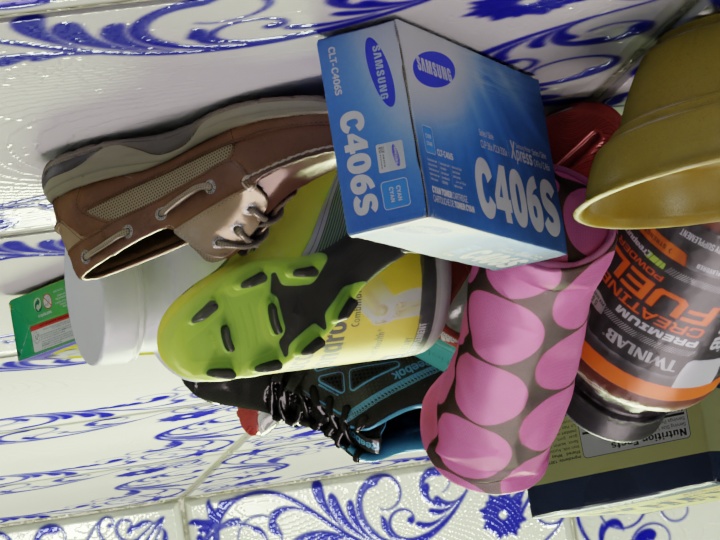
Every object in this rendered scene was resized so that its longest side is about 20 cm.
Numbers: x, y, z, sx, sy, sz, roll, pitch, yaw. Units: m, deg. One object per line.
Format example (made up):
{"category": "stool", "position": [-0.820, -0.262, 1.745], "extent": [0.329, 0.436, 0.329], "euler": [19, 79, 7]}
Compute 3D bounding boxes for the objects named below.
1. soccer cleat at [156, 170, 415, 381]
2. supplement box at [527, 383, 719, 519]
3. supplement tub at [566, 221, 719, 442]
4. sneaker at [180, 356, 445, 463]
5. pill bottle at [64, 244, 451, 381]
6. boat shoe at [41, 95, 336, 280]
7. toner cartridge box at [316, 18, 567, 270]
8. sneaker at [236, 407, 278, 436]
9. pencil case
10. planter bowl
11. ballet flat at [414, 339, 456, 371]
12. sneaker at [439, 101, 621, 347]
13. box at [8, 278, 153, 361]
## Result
{"category": "soccer cleat", "position": [-0.034, -0.007, 1.525], "extent": [0.200, 0.065, 0.084], "euler": [-37, -147, -25]}
{"category": "supplement box", "position": [0.198, 0.057, 1.962], "extent": [0.134, 0.200, 0.200], "euler": [-13, 170, 28]}
{"category": "supplement tub", "position": [0.176, 0.006, 1.643], "extent": [0.107, 0.107, 0.200], "euler": [-4, 137, -30]}
{"category": "sneaker", "position": [-0.014, 0.072, 1.779], "extent": [0.200, 0.082, 0.073], "euler": [3, 137, 3]}
{"category": "pill bottle", "position": [-0.058, 0.003, 1.623], "extent": [0.200, 0.112, 0.112], "euler": [-7, 171, -20]}
{"category": "boat shoe", "position": [-0.068, -0.040, 1.467], "extent": [0.200, 0.072, 0.076], "euler": [-14, 170, 29]}
{"category": "toner cartridge box", "position": [0.043, -0.057, 1.405], "extent": [0.043, 0.095, 0.200], "euler": [-14, 171, 21]}
{"category": "sneaker", "position": [0.006, 0.060, 1.954], "extent": [0.200, 0.082, 0.078], "euler": [-30, -172, -23]}
{"category": "pencil case", "position": [0.084, 0.029, 1.594], "extent": [0.091, 0.094, 0.200], "euler": [-8, 138, -22]}
{"category": "planter bowl", "position": [0.197, -0.082, 1.439], "extent": [0.200, 0.084, 0.200], "euler": [-9, 172, -1]}
{"category": "ballet flat", "position": [0.000, 0.000, 1.754], "extent": [0.200, 0.070, 0.069], "euler": [25, 171, 2]}
{"category": "sneaker", "position": [0.101, -0.051, 1.656], "extent": [0.200, 0.078, 0.116], "euler": [-50, -171, 44]}
{"category": "box", "position": [-0.119, 0.026, 1.933], "extent": [0.200, 0.048, 0.117], "euler": [-4, 170, -41]}
